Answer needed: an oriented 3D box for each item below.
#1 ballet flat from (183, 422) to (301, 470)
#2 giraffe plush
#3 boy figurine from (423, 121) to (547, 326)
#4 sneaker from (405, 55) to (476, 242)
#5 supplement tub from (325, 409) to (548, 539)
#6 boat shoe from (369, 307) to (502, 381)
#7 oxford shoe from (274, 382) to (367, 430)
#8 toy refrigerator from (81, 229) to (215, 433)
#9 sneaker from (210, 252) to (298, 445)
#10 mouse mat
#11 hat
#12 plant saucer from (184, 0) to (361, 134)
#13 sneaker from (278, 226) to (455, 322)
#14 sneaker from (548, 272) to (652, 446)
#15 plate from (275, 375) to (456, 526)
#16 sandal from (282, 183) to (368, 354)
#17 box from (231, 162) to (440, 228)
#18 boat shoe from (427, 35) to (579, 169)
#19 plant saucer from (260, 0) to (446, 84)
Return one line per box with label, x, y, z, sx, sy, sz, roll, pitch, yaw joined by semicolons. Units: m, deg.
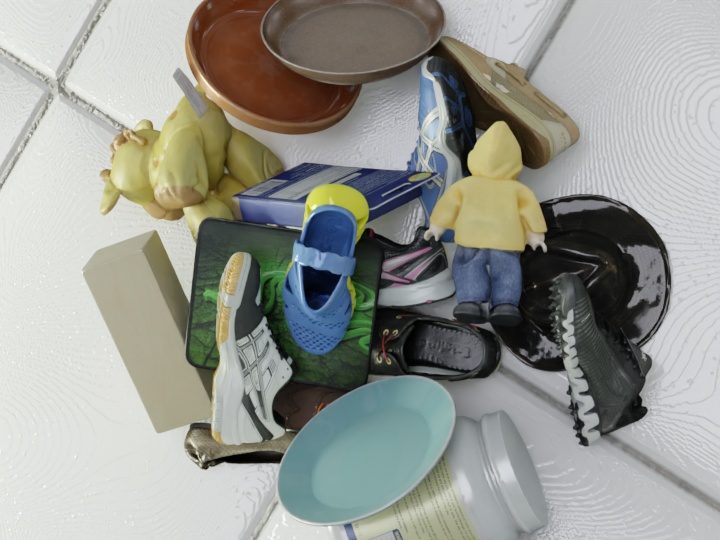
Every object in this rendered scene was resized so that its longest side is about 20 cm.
ballet flat;-0.102;0.196;1.691;0.198;0.067;0.047;3;63;23
giraffe plush;-0.206;-0.109;1.738;0.161;0.172;0.202;-16;104;38
boy figurine;0.125;-0.048;1.589;0.123;0.064;0.202;0;77;8
sneaker;0.080;-0.122;1.660;0.076;0.076;0.202;-4;100;26
supplement tub;0.074;0.234;1.590;0.198;0.145;0.146;-24;75;13
boat shoe;0.048;0.077;1.668;0.199;0.063;0.075;5;86;20
oxford shoe;-0.020;0.147;1.671;0.198;0.072;0.072;3;82;18
toy refrigerator;-0.219;0.065;1.707;0.075;0.070;0.202;-18;108;14
sneaker;-0.106;0.080;1.628;0.087;0.076;0.202;2;105;-7
mouse mat;-0.081;0.036;1.648;0.198;0.008;0.163;8;100;5
hat;0.213;0.007;1.614;0.198;0.081;0.203;-3;79;17
plant saucer;-0.095;-0.226;1.716;0.201;0.199;0.032;51;141;18
sneaker;0.000;0.000;1.679;0.198;0.080;0.087;-12;98;4
sneaker;0.240;0.080;1.564;0.089;0.067;0.202;-15;122;2
plate;0.008;0.181;1.556;0.198;0.201;0.026;-23;120;14
sandal;-0.042;0.013;1.565;0.079;0.201;0.088;10;43;5
box;-0.024;-0.077;1.650;0.199;0.121;0.033;6;115;42
boat shoe;0.148;-0.185;1.679;0.064;0.072;0.200;-29;61;-25
plant saucer;-0.007;-0.253;1.692;0.198;0.032;0.201;-2;38;2
